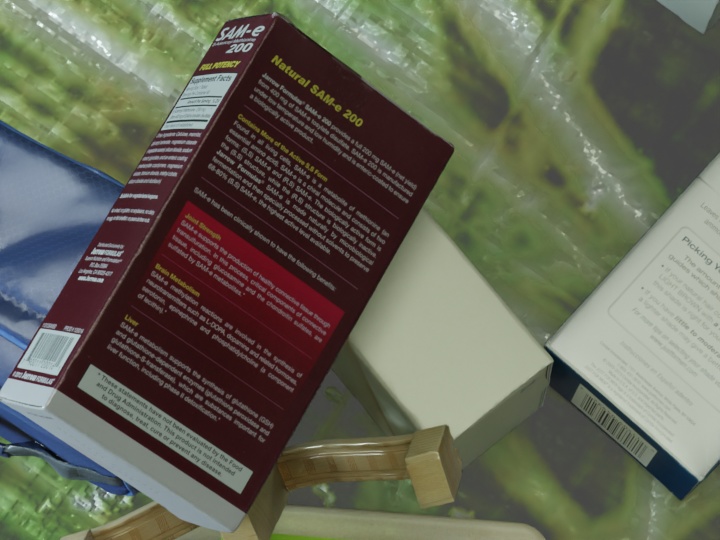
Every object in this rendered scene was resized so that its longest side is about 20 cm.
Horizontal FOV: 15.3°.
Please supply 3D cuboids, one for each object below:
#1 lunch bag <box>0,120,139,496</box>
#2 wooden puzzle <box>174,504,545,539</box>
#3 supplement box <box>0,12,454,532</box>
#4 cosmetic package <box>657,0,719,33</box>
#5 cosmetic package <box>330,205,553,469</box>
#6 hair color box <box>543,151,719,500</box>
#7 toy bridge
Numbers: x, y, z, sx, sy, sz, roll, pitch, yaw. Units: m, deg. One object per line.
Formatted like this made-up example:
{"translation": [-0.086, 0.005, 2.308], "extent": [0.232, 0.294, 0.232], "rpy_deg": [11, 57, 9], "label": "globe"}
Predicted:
{"translation": [-0.166, 0.017, 1.246], "extent": [0.200, 0.136, 0.132], "rpy_deg": [27, 75, 6], "label": "lunch bag"}
{"translation": [-0.003, 0.168, 1.200], "extent": [0.185, 0.037, 0.200], "rpy_deg": [5, 31, 0], "label": "wooden puzzle"}
{"translation": [-0.057, 0.000, 1.166], "extent": [0.109, 0.061, 0.200], "rpy_deg": [36, 76, -24], "label": "supplement box"}
{"translation": [0.192, -0.237, 1.354], "extent": [0.113, 0.081, 0.200], "rpy_deg": [37, 76, 9], "label": "cosmetic package"}
{"translation": [0.000, 0.000, 1.272], "extent": [0.073, 0.104, 0.200], "rpy_deg": [-37, 77, -9], "label": "cosmetic package"}
{"translation": [0.187, 0.003, 1.294], "extent": [0.100, 0.061, 0.200], "rpy_deg": [42, 78, 8], "label": "hair color box"}
{"translation": [-0.049, 0.106, 1.215], "extent": [0.200, 0.067, 0.027], "rpy_deg": [-17, 107, 16], "label": "toy bridge"}
